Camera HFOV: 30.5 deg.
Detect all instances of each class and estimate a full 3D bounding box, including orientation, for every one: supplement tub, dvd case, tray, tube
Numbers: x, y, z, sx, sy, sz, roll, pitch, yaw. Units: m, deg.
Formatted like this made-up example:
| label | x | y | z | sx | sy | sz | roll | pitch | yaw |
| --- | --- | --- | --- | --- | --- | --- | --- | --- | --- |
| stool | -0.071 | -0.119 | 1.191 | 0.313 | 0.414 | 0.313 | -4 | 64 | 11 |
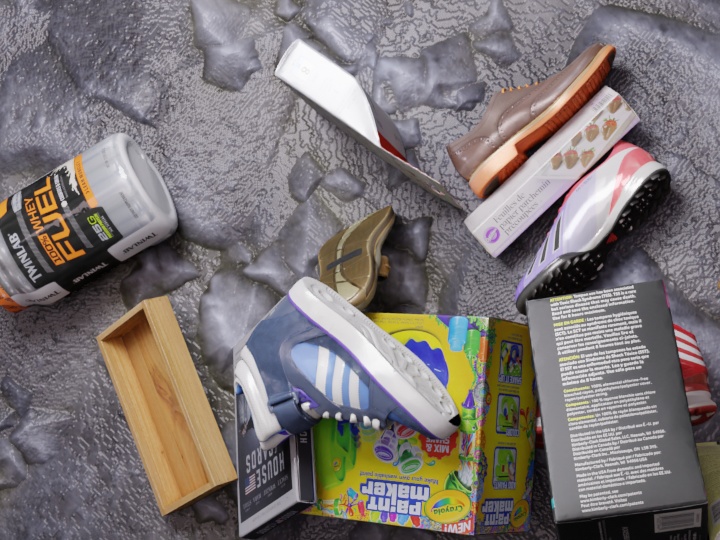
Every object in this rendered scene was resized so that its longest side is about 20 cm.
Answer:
| label | x | y | z | sx | sy | sz | roll | pitch | yaw |
| --- | --- | --- | --- | --- | --- | --- | --- | --- | --- |
| supplement tub | -0.302 | -0.045 | 1.384 | 0.198 | 0.122 | 0.124 | -30 | 78 | 7 |
| dvd case | -0.087 | 0.145 | 1.289 | 0.024 | 0.150 | 0.203 | 7 | 64 | -25 |
| tray | -0.201 | 0.139 | 1.361 | 0.098 | 0.037 | 0.202 | -33 | 74 | 41 |
| tube | 0.333 | 0.200 | 1.190 | 0.058 | 0.200 | 0.052 | 33 | 111 | -5 |

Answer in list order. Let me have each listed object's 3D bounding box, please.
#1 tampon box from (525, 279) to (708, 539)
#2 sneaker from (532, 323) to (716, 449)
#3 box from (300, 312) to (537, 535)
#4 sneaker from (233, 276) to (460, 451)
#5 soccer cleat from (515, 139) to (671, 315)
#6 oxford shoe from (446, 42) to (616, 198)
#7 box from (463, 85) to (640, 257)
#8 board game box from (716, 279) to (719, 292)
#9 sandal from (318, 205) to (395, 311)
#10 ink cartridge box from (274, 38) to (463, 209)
| label | x | y | z | sx | sy | sz | roll | pitch | yaw |
| --- | --- | --- | --- | --- | --- | --- | --- | --- | --- |
| tampon box | 0.222 | 0.137 | 1.146 | 0.124 | 0.150 | 0.203 | -9 | 61 | 9 |
| sneaker | 0.239 | 0.105 | 1.289 | 0.197 | 0.079 | 0.117 | -9 | 66 | 9 |
| box | 0.055 | 0.142 | 1.256 | 0.198 | 0.121 | 0.196 | 0 | 83 | 32 |
| sneaker | -0.023 | 0.120 | 1.177 | 0.200 | 0.080 | 0.147 | 41 | 105 | 13 |
| soccer cleat | 0.218 | -0.041 | 1.311 | 0.200 | 0.068 | 0.073 | -48 | 53 | 7 |
| oxford shoe | 0.170 | -0.166 | 1.328 | 0.200 | 0.071 | 0.073 | -42 | 72 | 4 |
| box | 0.190 | -0.099 | 1.317 | 0.200 | 0.041 | 0.039 | -44 | 110 | 6 |
| board game box | 0.447 | 0.076 | 1.249 | 0.150 | 0.046 | 0.202 | -23 | 79 | 8 |
| sandal | 0.000 | 0.000 | 1.297 | 0.079 | 0.201 | 0.054 | -24 | 113 | 17 |
| ink cartridge box | 0.022 | -0.142 | 1.308 | 0.199 | 0.160 | 0.048 | 35 | 92 | 13 |
